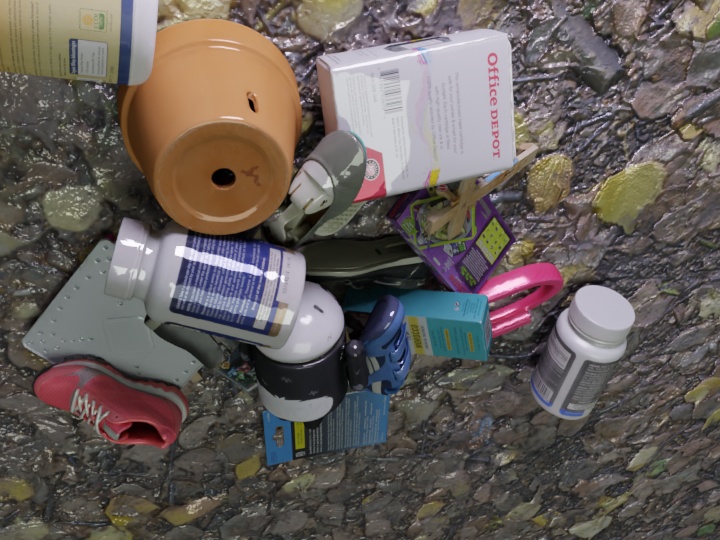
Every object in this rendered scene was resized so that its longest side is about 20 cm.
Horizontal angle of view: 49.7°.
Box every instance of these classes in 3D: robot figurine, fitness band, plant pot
[{"bbox_3d":[-0.075,0.107,0.989,0.148,0.126,0.203,-13,130,-12],"label":"robot figurine"},{"bbox_3d":[0.202,0.052,1.131,0.197,0.038,0.144,-22,154,-3],"label":"fitness band"},{"bbox_3d":[-0.149,-0.134,0.803,0.196,0.141,0.202,-9,133,-10],"label":"plant pot"}]

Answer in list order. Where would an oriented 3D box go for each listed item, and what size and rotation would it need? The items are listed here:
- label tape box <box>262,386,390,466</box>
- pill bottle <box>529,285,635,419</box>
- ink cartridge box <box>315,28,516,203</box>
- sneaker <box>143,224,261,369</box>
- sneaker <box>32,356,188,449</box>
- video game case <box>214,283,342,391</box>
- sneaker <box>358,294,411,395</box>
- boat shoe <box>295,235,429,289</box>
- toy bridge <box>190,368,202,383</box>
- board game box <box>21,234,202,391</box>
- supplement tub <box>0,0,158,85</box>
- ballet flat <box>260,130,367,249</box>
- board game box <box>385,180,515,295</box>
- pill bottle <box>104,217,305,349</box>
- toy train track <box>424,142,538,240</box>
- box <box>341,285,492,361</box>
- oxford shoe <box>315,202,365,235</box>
[{"bbox_3d":[-0.056,0.220,1.206,0.196,0.064,0.146,-8,133,-12],"label":"label tape box"},{"bbox_3d":[0.350,0.130,1.229,0.112,0.115,0.202,-1,132,-17],"label":"pill bottle"},{"bbox_3d":[0.060,-0.171,0.848,0.196,0.086,0.150,-13,115,-12],"label":"ink cartridge box"},{"bbox_3d":[-0.159,0.014,0.937,0.106,0.075,0.201,40,87,-21],"label":"sneaker"},{"bbox_3d":[-0.317,0.172,0.981,0.197,0.087,0.075,16,119,-12],"label":"sneaker"},{"bbox_3d":[-0.140,0.071,1.073,0.199,0.024,0.182,-36,132,13],"label":"video game case"},{"bbox_3d":[0.036,0.102,1.020,0.081,0.075,0.201,25,147,4],"label":"sneaker"},{"bbox_3d":[0.000,0.000,1.021,0.196,0.072,0.068,-4,129,-18],"label":"boat shoe"},{"bbox_3d":[-0.154,0.086,1.047,0.197,0.027,0.068,-24,133,4],"label":"toy bridge"},{"bbox_3d":[-0.293,0.076,0.990,0.199,0.026,0.200,37,114,-22],"label":"board game box"},{"bbox_3d":[-0.277,-0.240,0.659,0.196,0.146,0.146,1,131,-20],"label":"supplement tub"},{"bbox_3d":[-0.055,-0.073,0.823,0.063,0.068,0.200,-37,176,-35],"label":"ballet flat"},{"bbox_3d":[0.123,-0.055,1.009,0.121,0.032,0.200,-54,133,-13],"label":"board game box"},{"bbox_3d":[-0.166,0.009,0.835,0.197,0.112,0.112,15,126,-16],"label":"pill bottle"},{"bbox_3d":[0.144,-0.109,0.956,0.199,0.032,0.116,-35,154,-28],"label":"toy train track"},{"bbox_3d":[0.077,0.070,1.061,0.196,0.050,0.083,4,136,21],"label":"box"},{"bbox_3d":[0.008,-0.121,0.930,0.199,0.058,0.075,-41,108,0],"label":"oxford shoe"}]
